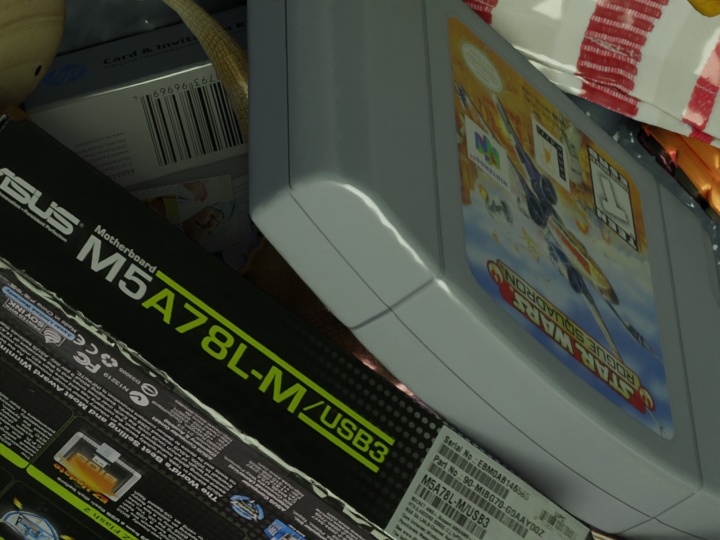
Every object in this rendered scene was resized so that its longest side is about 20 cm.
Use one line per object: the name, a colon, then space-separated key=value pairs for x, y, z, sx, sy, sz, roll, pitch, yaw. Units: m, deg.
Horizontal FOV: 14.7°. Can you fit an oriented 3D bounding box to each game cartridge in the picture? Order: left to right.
game cartridge: x=0.044 y=-0.004 z=0.794 sx=0.041 sy=0.133 sz=0.200 roll=-33 pitch=129 yaw=24

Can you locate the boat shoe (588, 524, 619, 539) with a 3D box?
boat shoe: x=0.107 y=0.109 z=0.982 sx=0.200 sy=0.070 sz=0.071 roll=-43 pitch=85 yaw=-13

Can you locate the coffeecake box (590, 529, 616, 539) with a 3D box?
coffeecake box: x=0.059 y=0.187 z=0.844 sx=0.073 sy=0.154 sz=0.201 roll=22 pitch=82 yaw=13

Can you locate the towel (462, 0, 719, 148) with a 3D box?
towel: x=0.088 y=-0.115 z=0.823 sx=0.199 sy=0.023 sz=0.144 roll=18 pitch=113 yaw=-19

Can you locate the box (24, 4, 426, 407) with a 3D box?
box: x=-0.011 y=0.008 z=0.921 sx=0.155 sy=0.041 sz=0.201 roll=-16 pitch=118 yaw=-3

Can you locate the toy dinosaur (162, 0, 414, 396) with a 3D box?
toy dinosaur: x=0.000 y=0.000 z=0.864 sx=0.101 sy=0.058 sz=0.201 roll=-15 pitch=118 yaw=-2

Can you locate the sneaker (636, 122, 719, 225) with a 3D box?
sneaker: x=0.189 y=-0.016 z=0.931 sx=0.200 sy=0.075 sz=0.079 roll=32 pitch=104 yaw=-25

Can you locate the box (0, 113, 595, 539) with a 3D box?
box: x=-0.060 y=0.065 z=0.803 sx=0.200 sy=0.048 sz=0.193 roll=36 pitch=149 yaw=-6

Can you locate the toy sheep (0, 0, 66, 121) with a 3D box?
toy sheep: x=-0.182 y=-0.054 z=0.804 sx=0.199 sy=0.138 sz=0.138 roll=-17 pitch=119 yaw=-2

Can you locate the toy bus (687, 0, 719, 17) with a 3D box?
toy bus: x=0.043 y=-0.150 z=0.751 sx=0.078 sy=0.065 sz=0.200 roll=-34 pitch=115 yaw=8
